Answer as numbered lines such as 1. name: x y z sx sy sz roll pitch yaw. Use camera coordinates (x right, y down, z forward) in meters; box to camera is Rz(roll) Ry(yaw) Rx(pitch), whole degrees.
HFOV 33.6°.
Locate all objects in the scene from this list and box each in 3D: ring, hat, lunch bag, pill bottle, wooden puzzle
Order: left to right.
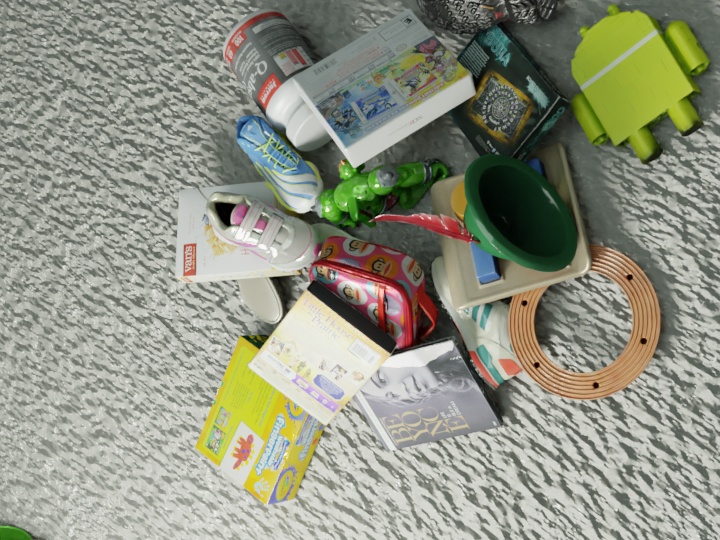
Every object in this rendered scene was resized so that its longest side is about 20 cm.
1. pill bottle: -0.111 -0.283 1.780 0.116 0.115 0.201 -47 65 24
2. lunch bag: 0.023 0.052 1.648 0.174 0.082 0.201 16 141 18
3. hat: 0.155 -0.038 1.537 0.176 0.164 0.201 -48 59 44
4. wooden puzzle: 0.191 -0.061 1.575 0.198 0.046 0.187 -18 69 21
5. ring: 0.288 0.066 1.541 0.198 0.019 0.203 -4 81 23

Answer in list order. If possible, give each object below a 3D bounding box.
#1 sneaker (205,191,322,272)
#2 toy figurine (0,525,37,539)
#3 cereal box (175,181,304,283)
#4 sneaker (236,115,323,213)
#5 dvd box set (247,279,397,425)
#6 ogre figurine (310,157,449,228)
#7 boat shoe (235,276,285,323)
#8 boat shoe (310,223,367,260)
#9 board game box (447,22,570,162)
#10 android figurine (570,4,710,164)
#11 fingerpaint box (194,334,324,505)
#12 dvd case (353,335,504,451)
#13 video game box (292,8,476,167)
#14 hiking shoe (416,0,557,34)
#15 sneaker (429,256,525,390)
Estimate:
1. sneaker: -0.149 -0.060 1.737 0.198 0.088 0.082 17 79 24
2. toy figurine: -0.639 0.580 2.151 0.198 0.150 0.186 4 106 10
3. cereal box: -0.184 -0.060 1.822 0.198 0.040 0.146 -5 73 15
4. sneaker: -0.131 -0.162 1.755 0.076 0.105 0.200 -47 44 6
5. dvd box set: -0.056 0.116 1.651 0.146 0.029 0.200 36 133 -2
6. ogre figurine: 0.017 -0.109 1.688 0.198 0.119 0.099 1 90 34
7. boat shoe: -0.171 -0.002 1.863 0.200 0.057 0.067 49 118 19
8. boat shoe: 0.000 0.000 1.748 0.199 0.073 0.062 30 149 24
9. board game box: 0.184 -0.232 1.594 0.136 0.028 0.201 -51 45 23
10. android figurine: 0.346 -0.242 1.512 0.182 0.041 0.201 -38 70 28
11. fingerpaint box: -0.142 0.225 1.821 0.166 0.073 0.202 31 106 31
12. dvd case: 0.081 0.175 1.655 0.199 0.016 0.149 -18 113 35
13. video game box: 0.031 -0.254 1.641 0.199 0.047 0.183 -31 47 -4
14. hiking shoe: 0.175 -0.377 1.608 0.198 0.076 0.101 4 48 22
15. sneaker: 0.170 0.057 1.625 0.093 0.070 0.201 -29 68 9
